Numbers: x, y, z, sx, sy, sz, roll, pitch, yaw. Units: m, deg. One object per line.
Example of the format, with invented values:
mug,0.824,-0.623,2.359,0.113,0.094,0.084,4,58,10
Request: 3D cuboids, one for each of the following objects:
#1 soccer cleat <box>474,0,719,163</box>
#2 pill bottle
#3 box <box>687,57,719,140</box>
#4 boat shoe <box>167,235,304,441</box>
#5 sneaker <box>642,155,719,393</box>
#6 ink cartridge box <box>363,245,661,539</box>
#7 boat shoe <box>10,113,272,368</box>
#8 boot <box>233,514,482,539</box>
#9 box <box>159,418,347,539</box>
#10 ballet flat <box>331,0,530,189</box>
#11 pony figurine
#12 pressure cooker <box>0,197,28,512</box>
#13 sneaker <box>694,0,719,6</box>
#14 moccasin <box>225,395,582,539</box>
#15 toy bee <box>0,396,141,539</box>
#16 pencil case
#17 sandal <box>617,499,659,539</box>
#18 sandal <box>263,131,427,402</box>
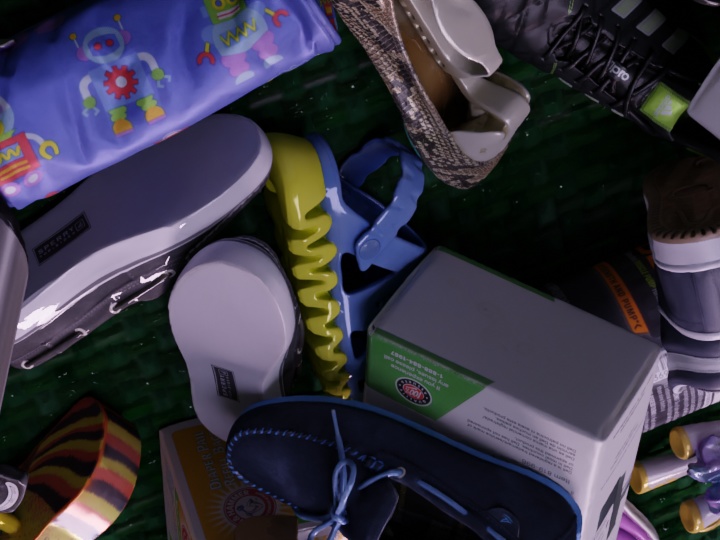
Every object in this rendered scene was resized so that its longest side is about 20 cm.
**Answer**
soccer cleat,0.141,-0.116,1.153,0.200,0.081,0.068,23,116,-36
pill bottle,0.203,0.027,1.286,0.200,0.106,0.106,-22,134,-5
box,0.309,-0.129,1.127,0.199,0.131,0.200,-15,144,-56
boat shoe,-0.063,0.030,1.175,0.069,0.057,0.200,20,151,8
sneaker,0.200,0.002,1.197,0.070,0.200,0.109,-10,104,16
ink cartridge box,0.079,0.104,1.223,0.083,0.146,0.200,-51,158,-38
boat shoe,-0.124,-0.009,1.141,0.200,0.070,0.066,-35,139,8
boot,0.016,0.211,1.208,0.201,0.071,0.144,6,122,4
box,-0.058,0.191,1.309,0.101,0.113,0.200,-11,131,-13
ballet flat,0.046,-0.106,1.119,0.068,0.075,0.200,-58,137,-23
pony figurine,0.292,0.104,1.381,0.200,0.167,0.193,-17,165,-14
pressure cooker,-0.253,0.054,1.016,0.176,0.200,0.179,-8,146,24
sneaker,0.201,-0.172,1.111,0.199,0.114,0.076,20,119,-39
moccasin,0.018,0.121,1.143,0.200,0.068,0.081,13,131,14
toy bee,-0.197,0.173,1.237,0.131,0.109,0.200,15,121,-35
pencil case,-0.112,-0.106,1.056,0.200,0.078,0.087,-27,109,1
sandal,0.136,0.167,1.415,0.203,0.050,0.082,26,115,-37
sandal,0.000,0.000,1.197,0.087,0.080,0.200,-19,135,-12
